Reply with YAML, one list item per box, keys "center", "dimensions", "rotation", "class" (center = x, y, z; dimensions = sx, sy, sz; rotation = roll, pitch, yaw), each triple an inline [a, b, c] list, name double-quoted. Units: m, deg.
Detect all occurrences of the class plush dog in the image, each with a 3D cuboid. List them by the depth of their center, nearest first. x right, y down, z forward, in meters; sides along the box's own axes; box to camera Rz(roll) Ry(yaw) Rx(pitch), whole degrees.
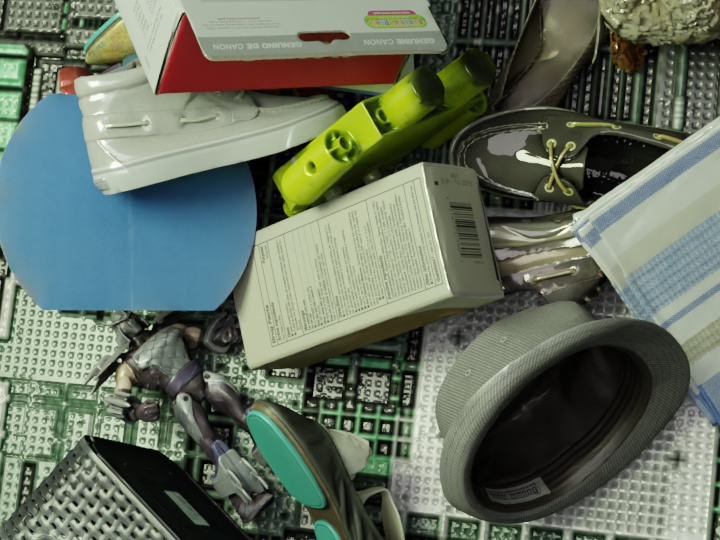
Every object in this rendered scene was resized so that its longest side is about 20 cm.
- center: [0.268, -0.216, 1.377]
  dimensions: [0.171, 0.200, 0.161]
  rotation: [6, 119, 20]
  class: "plush dog"

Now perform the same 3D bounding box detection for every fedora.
- center: [0.132, 0.089, 1.363]
  dimensions: [0.200, 0.177, 0.090]
  rotation: [-46, 45, 10]
  class: "fedora"

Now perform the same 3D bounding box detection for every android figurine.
- center: [0.013, -0.096, 1.398]
  dimensions: [0.200, 0.182, 0.041]
  rotation: [-37, 82, 44]
  class: "android figurine"

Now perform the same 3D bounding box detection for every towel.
- center: [0.263, 0.001, 1.359]
  dimensions: [0.147, 0.024, 0.200]
  rotation: [-36, 103, 4]
  class: "towel"

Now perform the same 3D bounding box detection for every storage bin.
- center: [-0.158, 0.205, 1.369]
  dimensions: [0.135, 0.200, 0.094]
  rotation: [43, 93, 16]
  class: "storage bin"

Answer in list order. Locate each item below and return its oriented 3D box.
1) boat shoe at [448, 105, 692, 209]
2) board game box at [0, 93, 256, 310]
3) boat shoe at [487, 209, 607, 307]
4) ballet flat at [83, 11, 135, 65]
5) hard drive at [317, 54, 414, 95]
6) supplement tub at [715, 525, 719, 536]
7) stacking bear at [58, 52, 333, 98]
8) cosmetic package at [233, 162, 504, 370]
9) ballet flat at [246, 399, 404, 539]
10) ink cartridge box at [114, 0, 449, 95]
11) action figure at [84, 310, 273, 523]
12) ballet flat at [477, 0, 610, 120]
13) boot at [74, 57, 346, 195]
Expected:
- center: [0.166, -0.082, 1.391]
  dimensions: [0.200, 0.061, 0.072]
  rotation: [3, 101, 0]
  class: "boat shoe"
- center: [-0.177, -0.048, 1.394]
  dimensions: [0.199, 0.039, 0.159]
  rotation: [0, 85, -23]
  class: "board game box"
- center: [0.153, -0.006, 1.410]
  dimensions: [0.199, 0.074, 0.074]
  rotation: [-3, 98, 13]
  class: "boat shoe"
- center: [-0.136, -0.222, 1.510]
  dimensions: [0.200, 0.071, 0.071]
  rotation: [-44, 74, 3]
  class: "ballet flat"
- center: [-0.060, -0.198, 1.440]
  dimensions: [0.199, 0.025, 0.132]
  rotation: [7, 52, -10]
  class: "hard drive"
- center: [0.360, 0.169, 1.286]
  dimensions: [0.200, 0.144, 0.145]
  rotation: [-37, 75, 5]
  class: "supplement tub"
- center: [-0.122, -0.133, 1.468]
  dimensions: [0.199, 0.114, 0.122]
  rotation: [-18, 106, -2]
  class: "stacking bear"
- center: [0.000, 0.000, 1.394]
  dimensions: [0.199, 0.071, 0.106]
  rotation: [-19, 76, 36]
  class: "cosmetic package"
- center: [-0.016, 0.167, 1.386]
  dimensions: [0.068, 0.068, 0.201]
  rotation: [-36, 111, -27]
  class: "ballet flat"
- center: [-0.061, -0.188, 1.342]
  dimensions: [0.199, 0.084, 0.176]
  rotation: [-5, 52, -28]
  class: "ink cartridge box"
- center: [-0.124, 0.095, 1.441]
  dimensions: [0.200, 0.069, 0.130]
  rotation: [45, 68, 7]
  class: "action figure"
- center: [0.145, -0.173, 1.444]
  dimensions: [0.067, 0.046, 0.201]
  rotation: [29, 88, 15]
  class: "ballet flat"
- center: [-0.108, -0.125, 1.367]
  dimensions: [0.199, 0.073, 0.096]
  rotation: [-17, 98, -23]
  class: "boot"
